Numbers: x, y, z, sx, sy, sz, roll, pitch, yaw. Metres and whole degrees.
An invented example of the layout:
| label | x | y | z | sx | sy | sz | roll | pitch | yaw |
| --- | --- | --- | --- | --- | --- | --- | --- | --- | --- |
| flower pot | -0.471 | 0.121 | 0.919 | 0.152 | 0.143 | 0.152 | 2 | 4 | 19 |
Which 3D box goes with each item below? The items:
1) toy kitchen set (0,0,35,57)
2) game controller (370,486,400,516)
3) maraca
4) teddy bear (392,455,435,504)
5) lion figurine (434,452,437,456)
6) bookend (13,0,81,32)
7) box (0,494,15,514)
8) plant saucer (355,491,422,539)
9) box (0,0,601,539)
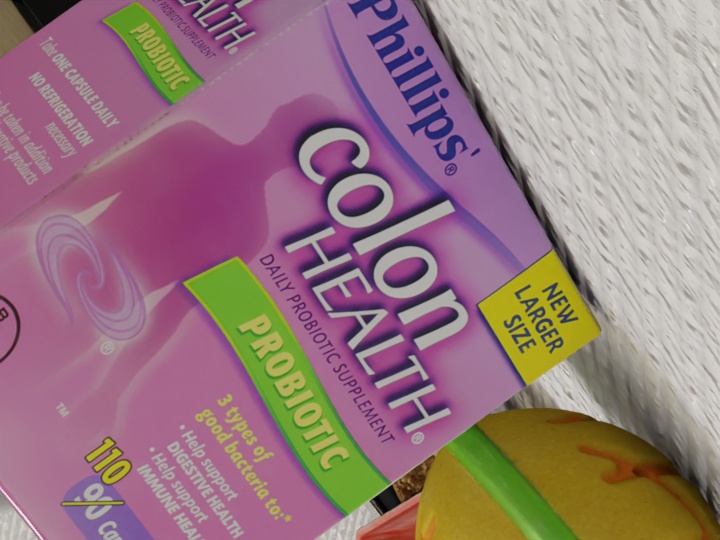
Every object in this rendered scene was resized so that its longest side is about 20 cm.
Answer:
| label | x | y | z | sx | sy | sz | roll | pitch | yaw |
| --- | --- | --- | --- | --- | --- | --- | --- | --- | --- |
| toy kitchen set | -0.235 | -0.065 | 1.190 | 0.180 | 0.200 | 0.163 | 54 | 175 | 19 |
| game controller | 0.013 | 0.087 | 1.675 | 0.200 | 0.104 | 0.042 | 52 | 131 | 23 |
| maraca | 0.071 | 0.102 | 1.071 | 0.137 | 0.107 | 0.200 | 55 | 176 | -31 |
| teddy bear | 0.022 | 0.046 | 1.485 | 0.145 | 0.067 | 0.200 | 63 | 180 | -15 |
| lion figurine | 0.000 | 0.000 | 1.363 | 0.122 | 0.072 | 0.200 | 48 | -166 | -36 |
| bookend | -0.052 | -0.066 | 1.170 | 0.199 | 0.092 | 0.200 | 52 | 175 | 24 |
| box | -0.171 | 0.006 | 1.427 | 0.199 | 0.171 | 0.200 | -175 | 74 | -68 |
| plant saucer | 0.098 | 0.177 | 1.356 | 0.200 | 0.037 | 0.200 | 57 | 152 | 4 |
| box | -0.051 | -0.001 | 0.971 | 0.176 | 0.200 | 0.097 | 58 | 173 | -35 |
